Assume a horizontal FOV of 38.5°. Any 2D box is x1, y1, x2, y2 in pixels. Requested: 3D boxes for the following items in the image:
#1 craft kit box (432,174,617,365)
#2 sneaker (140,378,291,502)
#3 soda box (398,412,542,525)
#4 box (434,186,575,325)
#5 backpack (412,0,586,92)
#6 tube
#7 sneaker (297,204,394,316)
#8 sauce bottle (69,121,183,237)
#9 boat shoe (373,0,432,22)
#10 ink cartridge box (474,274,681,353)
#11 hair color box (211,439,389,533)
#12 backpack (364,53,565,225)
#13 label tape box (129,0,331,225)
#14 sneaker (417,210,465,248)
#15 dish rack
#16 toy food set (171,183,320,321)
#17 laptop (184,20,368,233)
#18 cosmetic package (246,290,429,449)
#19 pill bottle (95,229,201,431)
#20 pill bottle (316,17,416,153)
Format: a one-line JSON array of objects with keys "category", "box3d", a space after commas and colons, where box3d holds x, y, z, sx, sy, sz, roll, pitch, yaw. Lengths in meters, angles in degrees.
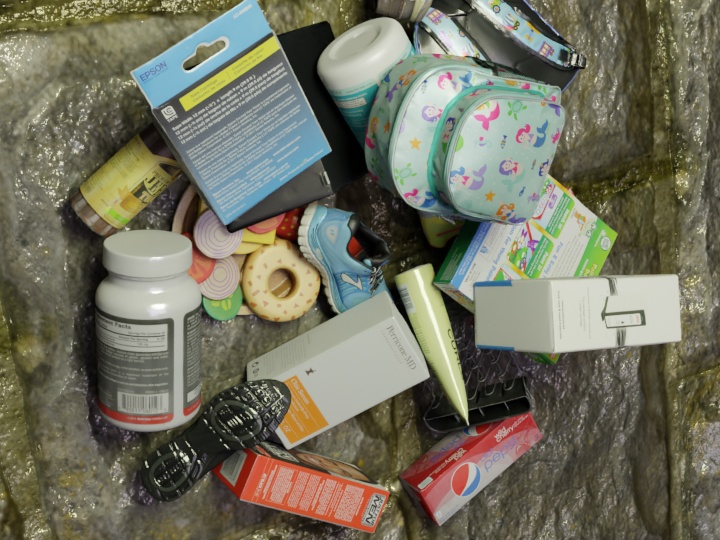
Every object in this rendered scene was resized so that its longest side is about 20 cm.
[{"category": "craft kit box", "box3d": [0.212, -0.016, 1.297, 0.197, 0.048, 0.201, 36, 74, -23]}, {"category": "sneaker", "box3d": [-0.166, 0.189, 1.209, 0.200, 0.091, 0.076, -33, 89, 5]}, {"category": "soda box", "box3d": [0.154, 0.259, 1.435, 0.200, 0.063, 0.070, -37, 116, -17]}, {"category": "box", "box3d": [0.211, -0.018, 1.387, 0.200, 0.095, 0.100, -42, 115, -15]}, {"category": "backpack", "box3d": [0.146, -0.261, 1.277, 0.200, 0.134, 0.183, 43, 77, -15]}, {"category": "tube", "box3d": [0.097, 0.093, 1.277, 0.058, 0.052, 0.201, -16, 86, -50]}, {"category": "sneaker", "box3d": [0.000, 0.000, 1.251, 0.200, 0.090, 0.079, 56, 44, -45]}, {"category": "sauce bottle", "box3d": [-0.222, -0.120, 1.109, 0.200, 0.065, 0.065, -41, 119, 8]}, {"category": "boat shoe", "box3d": [0.035, -0.383, 1.193, 0.073, 0.075, 0.201, -2, 70, -15]}, {"category": "ink cartridge box", "box3d": [0.255, 0.049, 1.216, 0.199, 0.146, 0.085, -2, 89, -31]}, {"category": "hair color box", "box3d": [-0.074, 0.263, 1.287, 0.199, 0.101, 0.061, 23, 89, -32]}, {"category": "backpack", "box3d": [0.111, -0.141, 1.120, 0.199, 0.151, 0.178, 10, 107, -24]}, {"category": "label tape box", "box3d": [-0.135, -0.167, 1.051, 0.143, 0.066, 0.200, -36, 129, -9]}, {"category": "sneaker", "box3d": [0.160, -0.087, 1.365, 0.199, 0.078, 0.091, -17, 117, -19]}, {"category": "dish rack", "box3d": [0.122, 0.112, 1.344, 0.200, 0.153, 0.055, 59, 28, -25]}, {"category": "toy food set", "box3d": [-0.132, -0.038, 1.220, 0.197, 0.049, 0.201, 5, 98, -30]}, {"category": "laptop", "box3d": [-0.093, -0.171, 1.199, 0.199, 0.116, 0.188, -21, 101, -3]}, {"category": "cosmetic package", "box3d": [-0.029, 0.122, 1.255, 0.199, 0.071, 0.102, -29, 115, 7]}, {"category": "pill bottle", "box3d": [-0.232, 0.064, 1.134, 0.115, 0.116, 0.201, -7, 112, -28]}, {"category": "pill bottle", "box3d": [0.040, -0.186, 1.213, 0.111, 0.111, 0.200, -42, 122, -15]}]
